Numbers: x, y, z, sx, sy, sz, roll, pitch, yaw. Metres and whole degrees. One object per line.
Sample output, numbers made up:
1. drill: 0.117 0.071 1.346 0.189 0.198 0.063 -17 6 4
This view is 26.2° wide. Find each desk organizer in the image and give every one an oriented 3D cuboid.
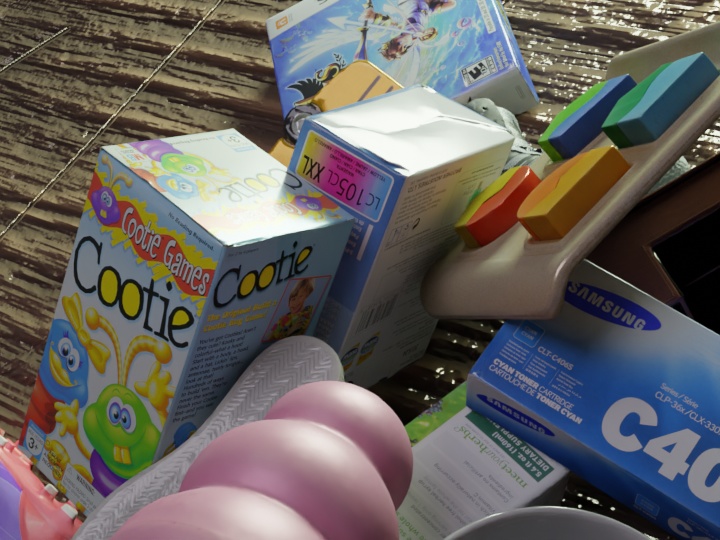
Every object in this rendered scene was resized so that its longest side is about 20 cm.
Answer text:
1. desk organizer: 0.206 -0.008 0.895 0.200 0.072 0.077 -31 45 7

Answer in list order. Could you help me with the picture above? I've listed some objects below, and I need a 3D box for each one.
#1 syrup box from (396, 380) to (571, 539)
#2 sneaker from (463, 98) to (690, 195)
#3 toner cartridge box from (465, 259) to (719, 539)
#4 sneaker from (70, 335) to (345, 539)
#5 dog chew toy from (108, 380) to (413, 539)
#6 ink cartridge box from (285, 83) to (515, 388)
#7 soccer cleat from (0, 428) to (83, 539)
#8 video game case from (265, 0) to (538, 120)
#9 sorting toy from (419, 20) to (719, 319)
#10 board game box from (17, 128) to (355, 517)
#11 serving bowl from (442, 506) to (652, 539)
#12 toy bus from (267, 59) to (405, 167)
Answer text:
1. syrup box: 0.011 0.154 0.813 0.200 0.082 0.079 -32 59 -30
2. sneaker: 0.114 -0.066 1.003 0.200 0.075 0.114 -17 48 25
3. toner cartridge box: 0.163 0.078 0.802 0.200 0.043 0.095 30 65 19
4. sneaker: -0.072 0.138 0.830 0.200 0.116 0.074 -43 59 -15
5. dog chew toy: -0.039 0.126 0.705 0.124 0.125 0.200 -2 35 33
6. ink cartridge box: 0.000 0.000 0.928 0.076 0.200 0.136 31 28 22
7. soccer cleat: -0.252 0.159 1.066 0.077 0.067 0.200 -51 46 -8
8. video game case: 0.024 -0.160 1.172 0.181 0.045 0.200 -27 43 13
9. sorting toy: 0.120 -0.058 0.847 0.200 0.036 0.185 -50 13 -13
10. board game box: -0.100 0.036 0.860 0.103 0.105 0.200 37 121 29
11. serving bowl: 0.085 0.216 0.725 0.200 0.200 0.066 -66 9 -28
12. toy bus: -0.036 -0.049 1.069 0.078 0.065 0.200 39 94 18
